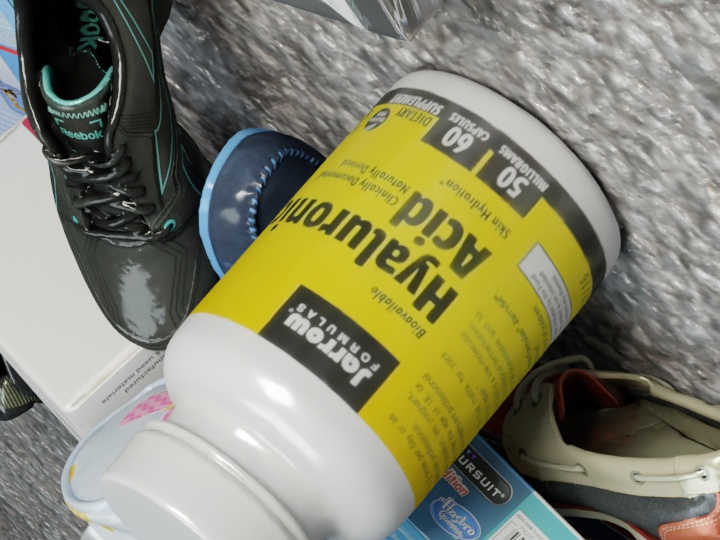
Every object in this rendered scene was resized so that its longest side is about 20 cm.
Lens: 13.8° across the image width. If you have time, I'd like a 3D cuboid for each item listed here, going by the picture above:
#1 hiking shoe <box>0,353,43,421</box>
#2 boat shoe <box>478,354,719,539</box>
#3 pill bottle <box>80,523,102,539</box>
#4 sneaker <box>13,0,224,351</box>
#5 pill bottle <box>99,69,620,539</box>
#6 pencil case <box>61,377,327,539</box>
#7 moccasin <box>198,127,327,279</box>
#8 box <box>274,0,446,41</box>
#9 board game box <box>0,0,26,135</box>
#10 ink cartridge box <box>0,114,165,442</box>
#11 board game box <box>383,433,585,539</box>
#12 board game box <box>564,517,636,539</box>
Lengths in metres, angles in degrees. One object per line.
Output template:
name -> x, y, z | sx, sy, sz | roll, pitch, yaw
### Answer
hiking shoe -> -0.156, 0.034, 1.529 | 0.200, 0.101, 0.076 | 28, 177, -30
boat shoe -> 0.097, 0.067, 1.200 | 0.200, 0.071, 0.063 | 25, 145, 52
pill bottle -> -0.070, 0.200, 1.776 | 0.200, 0.111, 0.111 | 39, 162, 7
sneaker -> -0.106, -0.052, 1.196 | 0.075, 0.079, 0.200 | -4, 114, 17
pill bottle -> -0.003, 0.031, 1.107 | 0.111, 0.200, 0.111 | 35, 161, 14
pencil case -> -0.044, 0.138, 1.260 | 0.083, 0.091, 0.200 | -20, 117, 29
moccasin -> 0.000, 0.000, 1.259 | 0.068, 0.081, 0.200 | 23, 170, 31
box -> -0.067, -0.168, 1.021 | 0.200, 0.050, 0.158 | 22, 155, 44
board game box -> -0.152, -0.087, 1.396 | 0.151, 0.037, 0.200 | 23, 154, 44
ink cartridge box -> -0.106, 0.043, 1.374 | 0.145, 0.084, 0.200 | 44, 172, 34
board game box -> 0.032, 0.110, 1.244 | 0.151, 0.047, 0.200 | 45, 167, 15
board game box -> 0.158, 0.204, 1.408 | 0.200, 0.062, 0.200 | 32, 161, 25
